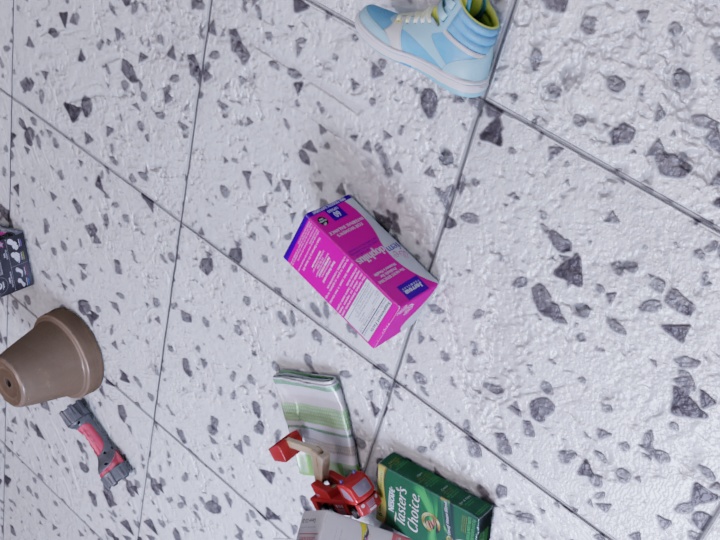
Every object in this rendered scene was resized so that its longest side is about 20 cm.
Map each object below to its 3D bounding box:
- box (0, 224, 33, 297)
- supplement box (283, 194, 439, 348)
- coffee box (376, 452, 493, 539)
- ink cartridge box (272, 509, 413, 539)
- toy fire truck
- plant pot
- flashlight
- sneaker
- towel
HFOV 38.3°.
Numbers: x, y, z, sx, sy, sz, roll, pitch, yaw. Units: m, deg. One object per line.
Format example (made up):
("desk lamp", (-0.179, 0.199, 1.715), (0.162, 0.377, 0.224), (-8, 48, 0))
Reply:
("box", (-0.822, -0.028, 2.244), (0.200, 0.115, 0.132), (14, 120, 37))
("supplement box", (0.000, 0.000, 1.520), (0.200, 0.101, 0.103), (45, 133, 15))
("coffee box", (0.113, 0.385, 1.647), (0.200, 0.044, 0.123), (24, 126, 33))
("ink cartridge box", (-0.031, 0.441, 1.694), (0.200, 0.068, 0.116), (23, 158, -17))
("toy fire truck", (-0.061, 0.338, 1.727), (0.200, 0.049, 0.141), (-14, 106, 55))
("plant pot", (-0.669, 0.200, 2.176), (0.200, 0.174, 0.201), (21, 123, 35))
("flashlight", (-0.580, 0.378, 2.253), (0.200, 0.068, 0.068), (52, 169, 4))
("sneaker", (0.091, -0.318, 1.300), (0.200, 0.080, 0.131), (31, 131, 15))
("towel", (-0.075, 0.270, 1.773), (0.149, 0.031, 0.200), (3, 112, 42))
